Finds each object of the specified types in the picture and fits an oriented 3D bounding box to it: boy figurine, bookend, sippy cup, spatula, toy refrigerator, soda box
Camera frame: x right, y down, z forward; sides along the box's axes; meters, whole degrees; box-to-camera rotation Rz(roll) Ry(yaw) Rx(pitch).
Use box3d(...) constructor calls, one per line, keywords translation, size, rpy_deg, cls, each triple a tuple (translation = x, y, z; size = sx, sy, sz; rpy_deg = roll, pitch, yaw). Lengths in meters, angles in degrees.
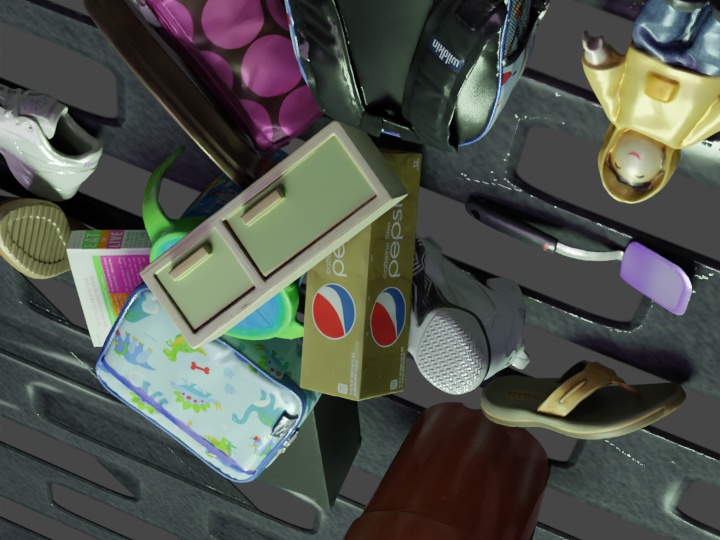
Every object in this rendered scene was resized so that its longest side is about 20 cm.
box3d(translation=(0.206, -0.128, 0.992), size=(0.124, 0.065, 0.201), rpy_deg=(22, 141, 4), cls="boy figurine")
box3d(translation=(-0.111, 0.135, 1.501), size=(0.198, 0.092, 0.201), rpy_deg=(15, 143, 18), cls="bookend")
box3d(translation=(-0.095, -0.032, 1.251), size=(0.139, 0.131, 0.178), rpy_deg=(6, 139, 28), cls="sippy cup")
box3d(translation=(0.177, -0.018, 1.182), size=(0.199, 0.021, 0.057), rpy_deg=(21, 146, 11), cls="spatula")
box3d(translation=(-0.068, -0.029, 1.114), size=(0.200, 0.070, 0.076), rpy_deg=(-36, 88, 15), cls="toy refrigerator")
box3d(translation=(0.000, 0.000, 1.180), size=(0.064, 0.068, 0.202), rpy_deg=(9, 99, 36), cls="soda box")

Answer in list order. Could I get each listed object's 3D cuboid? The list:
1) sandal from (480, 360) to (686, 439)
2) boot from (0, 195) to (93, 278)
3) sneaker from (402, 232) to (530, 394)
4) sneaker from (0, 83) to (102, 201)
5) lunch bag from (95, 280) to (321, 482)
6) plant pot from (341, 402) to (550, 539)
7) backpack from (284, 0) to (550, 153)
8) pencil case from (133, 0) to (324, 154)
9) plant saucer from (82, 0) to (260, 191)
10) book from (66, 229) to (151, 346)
box3d(translation=(0.192, 0.108, 1.297), size=(0.199, 0.080, 0.054), rpy_deg=(2, 116, 38), cls="sandal")
box3d(translation=(-0.352, -0.045, 1.399), size=(0.165, 0.073, 0.200), rpy_deg=(18, 178, 20), cls="boot")
box3d(translation=(0.067, 0.018, 1.247), size=(0.075, 0.115, 0.200), rpy_deg=(-50, 62, 30), cls="sneaker")
box3d(translation=(-0.324, -0.149, 1.320), size=(0.200, 0.075, 0.099), rpy_deg=(34, 138, -23), cls="sneaker")
box3d(translation=(-0.141, 0.096, 1.345), size=(0.200, 0.083, 0.161), rpy_deg=(38, 129, -1), cls="lunch bag")
box3d(translation=(0.089, 0.250, 1.424), size=(0.200, 0.196, 0.201), rpy_deg=(17, 143, 14), cls="plant pot")
box3d(translation=(0.036, -0.181, 0.963), size=(0.199, 0.154, 0.191), rpy_deg=(24, 139, 19), cls="backpack")
box3d(translation=(-0.102, -0.179, 1.106), size=(0.090, 0.094, 0.200), rpy_deg=(-14, 128, 43), cls="pencil case")
box3d(translation=(-0.143, -0.144, 1.140), size=(0.200, 0.029, 0.200), rpy_deg=(50, -177, -3), cls="plant saucer")
box3d(translation=(-0.171, 0.015, 1.389), size=(0.198, 0.048, 0.134), rpy_deg=(0, 139, 6), cls="book")
